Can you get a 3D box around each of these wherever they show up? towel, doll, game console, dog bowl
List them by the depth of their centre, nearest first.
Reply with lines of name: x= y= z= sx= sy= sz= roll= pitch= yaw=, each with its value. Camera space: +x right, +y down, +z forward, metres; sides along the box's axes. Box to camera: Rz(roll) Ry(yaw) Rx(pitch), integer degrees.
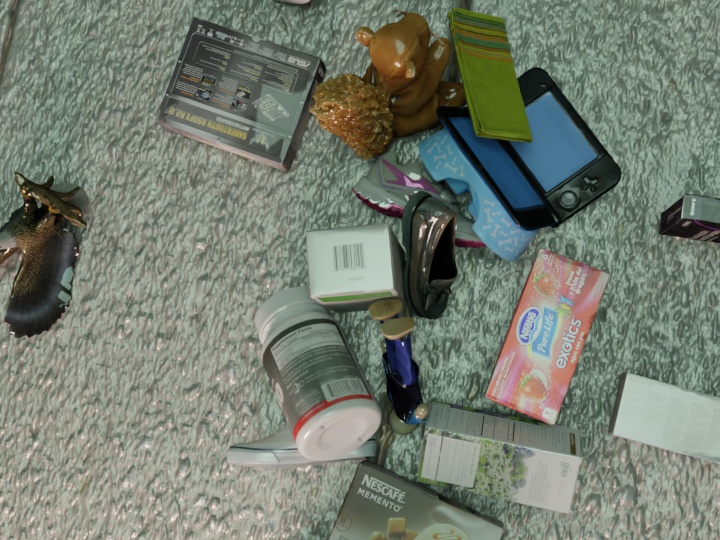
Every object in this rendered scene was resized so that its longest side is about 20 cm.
doll: x=0.050 y=0.130 z=1.220 sx=0.048 sy=0.202 sz=0.137 roll=-18 pitch=37 yaw=-12
game console: x=0.221 y=-0.163 z=1.243 sx=0.170 sy=0.118 sz=0.201 roll=-34 pitch=76 yaw=1
dog bowl: x=0.158 y=-0.106 z=1.248 sx=0.049 sy=0.111 sz=0.201 roll=-40 pitch=80 yaw=26
towel: x=0.170 y=-0.257 z=1.253 sx=0.085 sy=0.018 sz=0.202 roll=3 pitch=61 yaw=-21

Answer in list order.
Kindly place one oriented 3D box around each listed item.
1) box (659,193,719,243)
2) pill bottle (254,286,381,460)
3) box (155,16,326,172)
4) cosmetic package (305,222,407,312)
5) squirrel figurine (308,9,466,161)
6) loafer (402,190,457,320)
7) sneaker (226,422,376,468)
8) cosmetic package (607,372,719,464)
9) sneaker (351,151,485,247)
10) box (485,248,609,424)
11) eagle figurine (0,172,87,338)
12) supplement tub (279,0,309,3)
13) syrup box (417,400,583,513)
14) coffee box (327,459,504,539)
box: x=0.485 y=-0.054 z=1.194 sx=0.197 sy=0.143 sz=0.037 roll=10 pitch=85 yaw=8
pill bottle: x=-0.060 y=0.127 z=1.222 sx=0.113 sy=0.114 sz=0.201 roll=-30 pitch=54 yaw=2
box: x=-0.166 y=-0.246 z=1.341 sx=0.198 sy=0.048 sz=0.160 roll=19 pitch=86 yaw=9
cosmetic package: x=0.000 y=0.000 z=1.215 sx=0.106 sy=0.200 sz=0.086 roll=-6 pitch=81 yaw=8
squirrel figurine: x=0.035 y=-0.239 z=1.244 sx=0.200 sy=0.187 sz=0.142 roll=-45 pitch=81 yaw=-2
loafer: x=0.094 y=-0.006 z=1.212 sx=0.062 sy=0.201 sz=0.072 roll=23 pitch=52 yaw=31
sneaker: x=-0.079 y=0.221 z=1.271 sx=0.197 sy=0.073 sz=0.072 roll=-5 pitch=73 yaw=-3
cosmetic package: x=0.423 y=0.194 z=1.217 sx=0.198 sy=0.051 sz=0.084 roll=15 pitch=87 yaw=8
sneaker: x=0.090 y=-0.097 z=1.277 sx=0.198 sy=0.081 sz=0.089 roll=28 pitch=89 yaw=8
box: x=0.236 y=0.085 z=1.228 sx=0.094 sy=0.103 sz=0.202 roll=21 pitch=87 yaw=9
eagle figurine: x=-0.466 y=-0.032 z=1.329 sx=0.201 sy=0.150 sz=0.152 roll=-62 pitch=35 yaw=26
supplement tub: x=-0.093 y=-0.486 z=1.312 sx=0.144 sy=0.145 sz=0.202 roll=18 pitch=85 yaw=8
syrup box: x=0.177 y=0.234 z=1.217 sx=0.197 sy=0.082 sz=0.080 roll=10 pitch=109 yaw=7
coffee box: x=0.071 y=0.335 z=1.227 sx=0.198 sy=0.080 sz=0.115 roll=24 pitch=86 yaw=9
